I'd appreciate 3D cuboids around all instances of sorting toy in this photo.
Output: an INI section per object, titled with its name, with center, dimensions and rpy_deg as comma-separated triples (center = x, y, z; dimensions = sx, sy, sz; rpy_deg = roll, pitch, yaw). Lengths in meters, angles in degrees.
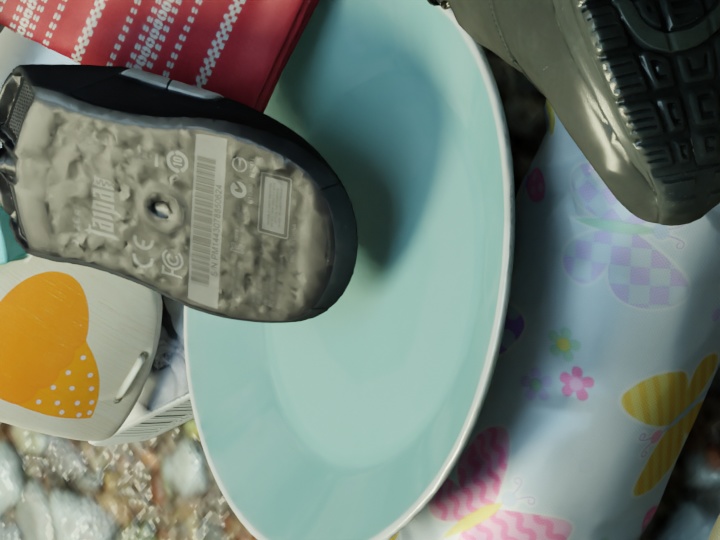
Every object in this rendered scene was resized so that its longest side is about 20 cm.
[sorting toy]
center = -0.145, -0.067, 1.077
dimensions = 0.200, 0.106, 0.181
rpy_deg = 45, 117, 35

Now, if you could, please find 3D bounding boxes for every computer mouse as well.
[computer mouse]
center = -0.087, -0.062, 0.975
dimensions = 0.199, 0.046, 0.141
rpy_deg = 10, 117, 20

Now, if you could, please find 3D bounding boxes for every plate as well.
[plate]
center = 0.000, 0.000, 0.975
dimensions = 0.200, 0.025, 0.202
rpy_deg = -16, 71, 55

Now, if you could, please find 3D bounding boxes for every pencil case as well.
[pencil case]
center = 0.071, 0.029, 0.958
dimensions = 0.090, 0.083, 0.201
rpy_deg = 30, 112, 29

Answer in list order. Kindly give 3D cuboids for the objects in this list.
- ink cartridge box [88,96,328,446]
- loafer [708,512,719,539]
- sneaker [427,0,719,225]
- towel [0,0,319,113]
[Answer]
[ink cartridge box]
center = -0.055, -0.058, 1.089
dimensions = 0.197, 0.043, 0.201
rpy_deg = -26, 74, 39
[loafer]
center = 0.140, 0.110, 0.920
dimensions = 0.200, 0.075, 0.070
rpy_deg = -46, 53, 28
[sneaker]
center = 0.057, -0.097, 0.871
dimensions = 0.091, 0.076, 0.201
rpy_deg = -43, 59, 44
[towel]
center = -0.096, -0.144, 0.976
dimensions = 0.199, 0.023, 0.145
rpy_deg = 27, 118, -3
